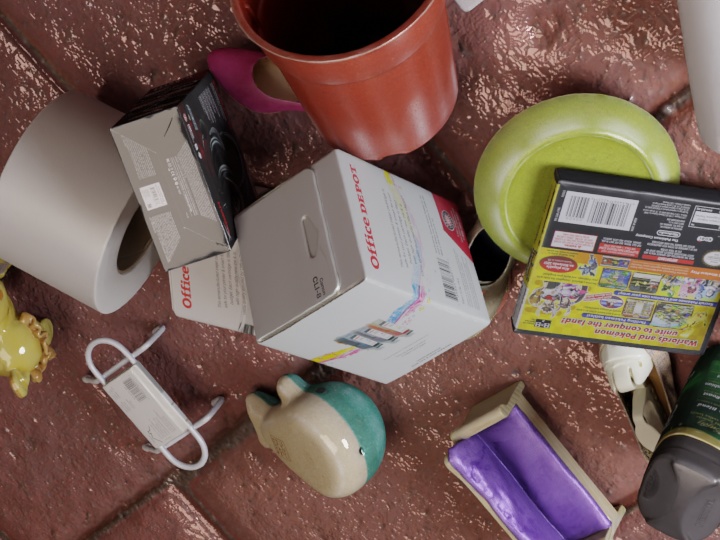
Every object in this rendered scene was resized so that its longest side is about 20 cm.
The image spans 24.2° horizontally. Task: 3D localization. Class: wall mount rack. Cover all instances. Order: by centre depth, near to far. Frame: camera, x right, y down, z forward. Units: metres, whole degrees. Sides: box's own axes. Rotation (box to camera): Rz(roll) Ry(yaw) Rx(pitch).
[{"bbox_3d":[-0.262,0.158,2.031,0.173,0.075,0.201,-32,101,35],"label":"wall mount rack"}]

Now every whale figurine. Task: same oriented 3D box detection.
[{"bbox_3d":[-0.049,0.179,1.924,0.199,0.103,0.160,11,128,53],"label":"whale figurine"}]

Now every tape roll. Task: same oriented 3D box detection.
[{"bbox_3d":[-0.289,-0.074,1.806,0.138,0.203,0.204,26,129,10],"label":"tape roll"}]

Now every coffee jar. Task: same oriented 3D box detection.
[{"bbox_3d":[0.334,0.167,1.622,0.085,0.200,0.105,24,129,12],"label":"coffee jar"}]

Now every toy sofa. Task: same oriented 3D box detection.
[{"bbox_3d":[0.188,0.230,1.812,0.083,0.098,0.201,-32,101,39],"label":"toy sofa"}]

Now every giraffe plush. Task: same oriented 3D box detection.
[{"bbox_3d":[-0.441,0.061,2.012,0.199,0.173,0.163,5,136,46],"label":"giraffe plush"}]

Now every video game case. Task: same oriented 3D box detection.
[{"bbox_3d":[0.260,-0.005,1.609,0.197,0.026,0.182,7,126,-8],"label":"video game case"}]

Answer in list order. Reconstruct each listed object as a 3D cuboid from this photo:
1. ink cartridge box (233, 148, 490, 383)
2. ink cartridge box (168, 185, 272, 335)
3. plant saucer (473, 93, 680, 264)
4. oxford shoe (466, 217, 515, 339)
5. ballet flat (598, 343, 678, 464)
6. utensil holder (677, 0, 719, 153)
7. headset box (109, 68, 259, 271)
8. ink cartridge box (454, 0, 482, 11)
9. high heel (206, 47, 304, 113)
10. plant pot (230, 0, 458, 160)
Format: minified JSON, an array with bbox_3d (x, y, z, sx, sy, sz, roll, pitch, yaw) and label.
[{"bbox_3d":[0.000,0.000,1.626,0.144,0.147,0.199,-30,148,29],"label":"ink cartridge box"},{"bbox_3d":[-0.105,-0.009,1.823,0.198,0.084,0.147,14,125,21],"label":"ink cartridge box"},{"bbox_3d":[0.207,-0.073,1.593,0.197,0.031,0.202,-1,125,-1],"label":"plant saucer"},{"bbox_3d":[0.119,0.003,1.715,0.070,0.074,0.201,26,129,11],"label":"oxford shoe"},{"bbox_3d":[0.286,0.118,1.704,0.068,0.067,0.201,-16,111,34],"label":"ballet flat"},{"bbox_3d":[0.346,-0.213,1.390,0.168,0.170,0.202,2,122,27],"label":"utensil holder"},{"bbox_3d":[-0.169,-0.106,1.671,0.076,0.200,0.150,-16,105,12],"label":"headset box"},{"bbox_3d":[0.112,-0.357,1.502,0.199,0.045,0.177,-34,101,39],"label":"ink cartridge box"},{"bbox_3d":[-0.059,-0.191,1.676,0.199,0.068,0.096,29,151,4],"label":"high heel"},{"bbox_3d":[0.001,-0.216,1.542,0.199,0.202,0.196,12,155,21],"label":"plant pot"}]
